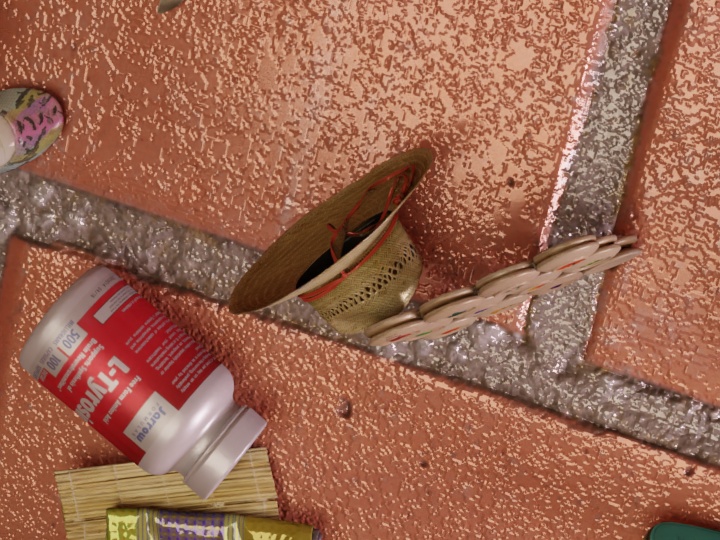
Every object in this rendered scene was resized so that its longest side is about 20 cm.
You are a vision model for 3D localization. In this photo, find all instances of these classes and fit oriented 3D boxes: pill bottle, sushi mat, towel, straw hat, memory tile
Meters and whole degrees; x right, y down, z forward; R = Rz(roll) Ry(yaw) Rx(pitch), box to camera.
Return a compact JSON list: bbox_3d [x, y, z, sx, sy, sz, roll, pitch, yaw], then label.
[{"bbox_3d":[-0.181,0.098,1.512,0.200,0.112,0.113,39,114,2],"label":"pill bottle"},{"bbox_3d":[-0.169,0.212,1.570,0.198,0.012,0.097,-7,90,8],"label":"sushi mat"},{"bbox_3d":[-0.131,0.282,1.549,0.198,0.023,0.145,6,93,7],"label":"towel"},{"bbox_3d":[0.000,0.000,1.394,0.200,0.201,0.085,-32,107,23],"label":"straw hat"},{"bbox_3d":[0.112,0.016,1.378,0.199,0.153,0.017,-25,80,23],"label":"memory tile"}]

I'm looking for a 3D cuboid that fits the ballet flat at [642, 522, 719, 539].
[{"bbox_3d":[0.324,0.249,1.436,0.198,0.071,0.071,8,109,14],"label":"ballet flat"}]

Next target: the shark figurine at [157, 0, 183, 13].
[{"bbox_3d":[-0.196,-0.276,1.409,0.128,0.213,0.090,-50,46,51],"label":"shark figurine"}]

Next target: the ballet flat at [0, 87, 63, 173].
[{"bbox_3d":[-0.350,-0.107,1.522,0.198,0.071,0.070,-10,103,19],"label":"ballet flat"}]
